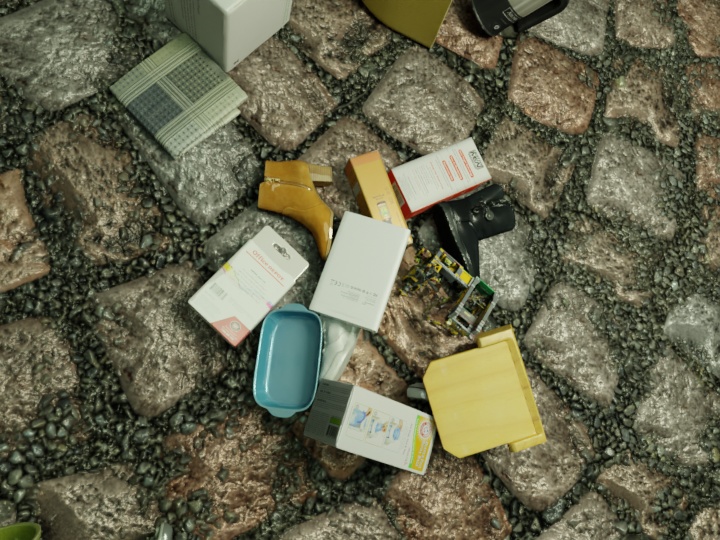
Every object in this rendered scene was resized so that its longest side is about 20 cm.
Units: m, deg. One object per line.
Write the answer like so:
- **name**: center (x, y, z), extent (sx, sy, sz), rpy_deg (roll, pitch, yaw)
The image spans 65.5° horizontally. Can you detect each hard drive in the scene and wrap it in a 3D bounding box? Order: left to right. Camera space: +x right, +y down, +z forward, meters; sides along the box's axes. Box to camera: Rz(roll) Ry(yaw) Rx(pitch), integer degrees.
- **hard drive**: center (0.000, 0.000, 1.036), extent (0.131, 0.027, 0.201), rpy_deg (17, 75, 10)

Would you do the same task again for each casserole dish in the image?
- **casserole dish**: center (-0.125, 0.162, 1.009), extent (0.120, 0.039, 0.202), rpy_deg (2, 75, 16)

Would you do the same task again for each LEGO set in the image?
- **LEGO set**: center (0.154, 0.062, 1.059), extent (0.200, 0.154, 0.116), rpy_deg (45, 54, -8)

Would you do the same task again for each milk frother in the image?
- **milk frother**: center (0.356, -0.656, 1.246), extent (0.180, 0.187, 0.201), rpy_deg (-11, 85, -50)

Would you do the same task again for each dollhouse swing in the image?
- **dollhouse swing**: center (0.224, 0.224, 1.032), extent (0.175, 0.182, 0.201), rpy_deg (-19, 84, 13)

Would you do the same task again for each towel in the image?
- **towel**: center (-0.348, -0.341, 1.091), extent (0.193, 0.035, 0.200), rpy_deg (45, 74, 2)

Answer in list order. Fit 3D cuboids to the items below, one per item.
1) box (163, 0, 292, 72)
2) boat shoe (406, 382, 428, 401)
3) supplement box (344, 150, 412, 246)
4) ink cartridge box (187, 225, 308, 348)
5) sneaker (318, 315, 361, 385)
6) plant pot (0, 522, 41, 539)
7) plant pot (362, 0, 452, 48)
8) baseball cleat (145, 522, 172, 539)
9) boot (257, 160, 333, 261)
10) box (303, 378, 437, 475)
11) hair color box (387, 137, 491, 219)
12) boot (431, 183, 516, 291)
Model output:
- **box**: center (-0.248, -0.539, 1.065), extent (0.171, 0.199, 0.200), rpy_deg (44, 72, -2)
- **boat shoe**: center (0.184, 0.213, 1.074), extent (0.200, 0.075, 0.087), rpy_deg (7, 77, -15)
- **supplement box**: center (0.035, -0.132, 1.118), extent (0.066, 0.069, 0.201), rpy_deg (-18, 81, -16)
- **ink cartridge box**: center (-0.201, 0.028, 1.023), extent (0.116, 0.067, 0.200), rpy_deg (44, 73, -2)
- **sneaker**: center (-0.049, 0.120, 1.048), extent (0.088, 0.075, 0.201), rpy_deg (21, 68, 6)
- **plant pot**: center (-0.535, 0.496, 0.789), extent (0.199, 0.200, 0.186), rpy_deg (-16, 94, -17)
- **plant pot**: center (0.105, -0.638, 1.186), extent (0.199, 0.194, 0.197), rpy_deg (18, 74, -4)
- **baseball cleat**: center (-0.307, 0.511, 0.899), extent (0.106, 0.070, 0.202), rpy_deg (13, 85, -18)
- **boot**: center (-0.126, -0.115, 1.080), extent (0.143, 0.071, 0.203), rpy_deg (-1, 76, -7)
- **box**: center (0.021, 0.271, 0.970), extent (0.199, 0.112, 0.102), rpy_deg (28, 72, -30)
- **hair color box**: center (0.160, -0.191, 1.164), extent (0.199, 0.061, 0.102), rpy_deg (-24, 85, -16)
- **boot**: center (0.252, -0.068, 1.150), extent (0.167, 0.076, 0.201), rpy_deg (-17, 87, -20)
